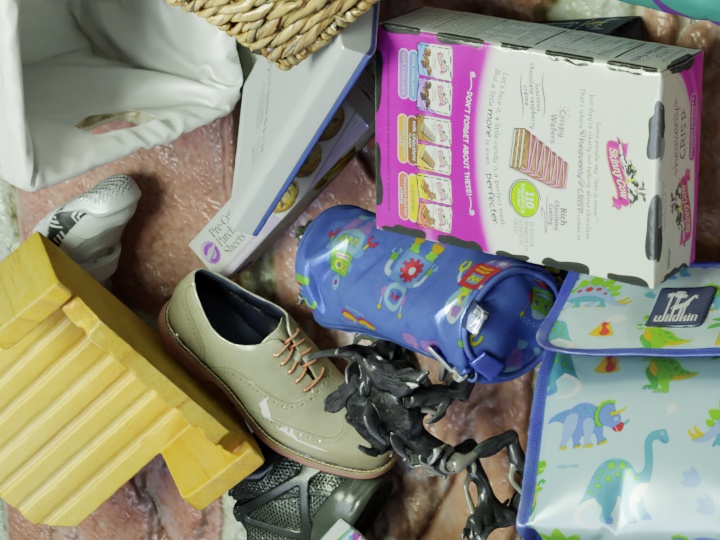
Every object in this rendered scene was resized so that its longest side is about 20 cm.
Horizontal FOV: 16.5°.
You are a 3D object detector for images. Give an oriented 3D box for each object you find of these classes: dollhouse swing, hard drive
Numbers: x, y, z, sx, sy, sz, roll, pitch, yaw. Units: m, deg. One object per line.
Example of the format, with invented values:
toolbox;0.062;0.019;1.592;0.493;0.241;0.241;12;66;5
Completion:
dollhouse swing;-0.210;0.109;1.766;0.176;0.182;0.200;-46;111;3
hard drive;-0.035;-0.131;1.605;0.025;0.133;0.200;16;142;-16

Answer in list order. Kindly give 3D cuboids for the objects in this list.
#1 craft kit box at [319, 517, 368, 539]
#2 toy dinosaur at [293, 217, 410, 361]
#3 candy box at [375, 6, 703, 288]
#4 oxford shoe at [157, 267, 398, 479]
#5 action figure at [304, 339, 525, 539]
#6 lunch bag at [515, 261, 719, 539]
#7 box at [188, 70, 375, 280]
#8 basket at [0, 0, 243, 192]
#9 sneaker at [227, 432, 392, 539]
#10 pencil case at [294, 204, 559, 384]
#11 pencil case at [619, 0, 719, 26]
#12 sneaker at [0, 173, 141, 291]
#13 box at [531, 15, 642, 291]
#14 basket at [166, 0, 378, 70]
craft kit box;0.044;0.278;1.748;0.197;0.049;0.200;38;163;14
toy dinosaur;0.000;0.000;1.710;0.088;0.047;0.201;12;118;14
candy box;0.107;-0.078;1.514;0.199;0.061;0.137;14;115;31
oxford shoe;-0.055;0.073;1.746;0.199;0.071;0.074;34;147;2
action figure;0.054;0.096;1.669;0.200;0.102;0.119;45;141;-21
lunch bag;0.194;0.083;1.476;0.169;0.201;0.128;0;150;21
box;-0.048;-0.063;1.717;0.042;0.039;0.200;51;131;6
basket;-0.204;-0.186;1.665;0.160;0.198;0.201;21;124;40
sneaker;-0.063;0.191;1.830;0.114;0.076;0.200;40;126;16
pencil case;0.039;0.017;1.585;0.200;0.087;0.078;20;159;50
pencil case;0.156;-0.206;1.467;0.199;0.085;0.093;20;151;27
sneaker;-0.200;0.012;1.846;0.115;0.075;0.200;54;136;0
box;0.118;-0.059;1.590;0.157;0.051;0.201;1;112;35
basket;-0.055;-0.252;1.499;0.149;0.201;0.143;28;140;-28
